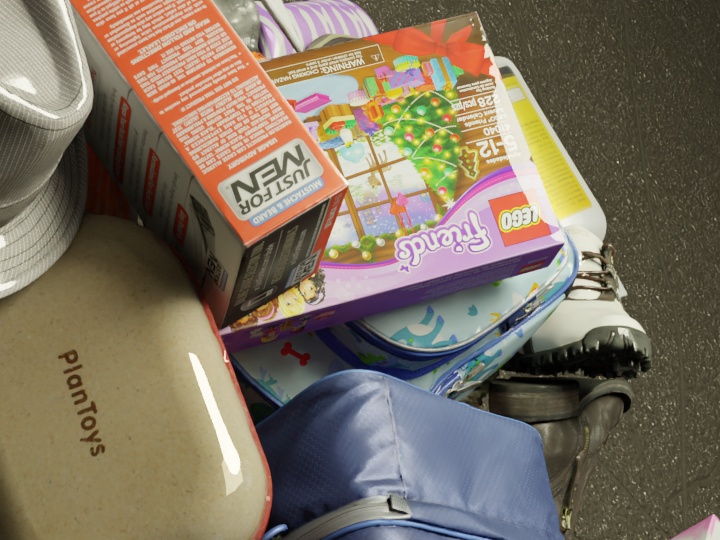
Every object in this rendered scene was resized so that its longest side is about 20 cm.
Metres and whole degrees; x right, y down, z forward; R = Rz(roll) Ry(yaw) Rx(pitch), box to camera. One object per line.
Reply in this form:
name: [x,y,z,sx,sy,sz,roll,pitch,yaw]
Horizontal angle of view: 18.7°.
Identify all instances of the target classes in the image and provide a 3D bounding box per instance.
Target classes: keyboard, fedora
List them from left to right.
fedora: [-0.181,-0.094,0.946,0.200,0.090,0.177,53,42,1]
keyboard: [-0.078,-0.194,1.252,0.056,0.011,0.200,60,5,33]

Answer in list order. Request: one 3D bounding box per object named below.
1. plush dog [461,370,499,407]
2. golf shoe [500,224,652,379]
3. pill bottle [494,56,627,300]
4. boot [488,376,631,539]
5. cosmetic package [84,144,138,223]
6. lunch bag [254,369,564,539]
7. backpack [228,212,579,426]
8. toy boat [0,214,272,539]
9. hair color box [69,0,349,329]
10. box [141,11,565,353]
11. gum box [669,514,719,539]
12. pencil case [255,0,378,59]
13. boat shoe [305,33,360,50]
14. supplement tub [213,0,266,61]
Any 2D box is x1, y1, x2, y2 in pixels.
plush dog: [0.031,0.001,1.400,0.172,0.160,0.200,40,53,-64]
golf shoe: [0.124,0.018,1.320,0.200,0.078,0.095,-176,-89,-78]
pill bottle: [0.110,-0.047,1.604,0.200,0.112,0.112,60,23,8]
boot: [0.114,0.152,1.330,0.200,0.069,0.175,4,86,-67]
cosmetic package: [-0.201,-0.073,1.081,0.200,0.071,0.102,40,28,-32]
lunch bag: [0.015,0.149,1.121,0.200,0.136,0.133,20,44,-42]
backpack: [0.000,0.000,1.199,0.183,0.200,0.147,47,-22,3]
toy boat: [-0.118,0.076,1.024,0.131,0.130,0.200,79,-10,-66]
hair color box: [-0.093,-0.082,1.031,0.200,0.064,0.111,55,-20,12]
box: [-0.012,-0.045,1.111,0.039,0.200,0.137,116,-43,-67]
gum box: [0.181,0.242,1.363,0.066,0.113,0.200,54,23,-5]
pencil case: [-0.058,-0.142,1.439,0.085,0.084,0.200,32,17,16]
boat shoe: [0.017,-0.118,1.418,0.200,0.073,0.075,-32,126,-62]
supplement tub: [-0.140,-0.167,1.258,0.200,0.122,0.122,58,23,5]
